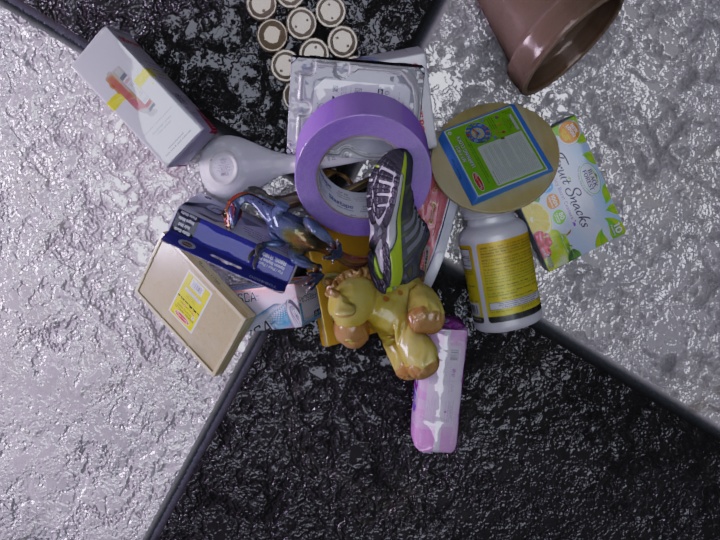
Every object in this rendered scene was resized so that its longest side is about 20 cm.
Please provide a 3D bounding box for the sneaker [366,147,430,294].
[{"bbox_3d":[0.056,-0.072,1.189,0.080,0.073,0.205,-12,116,-33],"label":"sneaker"}]

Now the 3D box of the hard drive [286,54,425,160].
[{"bbox_3d":[-0.009,-0.236,1.239,0.195,0.038,0.143,5,109,-4],"label":"hard drive"}]

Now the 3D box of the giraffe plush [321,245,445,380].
[{"bbox_3d":[0.024,0.061,1.261,0.158,0.172,0.206,1,84,-17],"label":"giraffe plush"}]

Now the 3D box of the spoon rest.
[{"bbox_3d":[-0.164,-0.163,1.332,0.195,0.061,0.102,0,98,17],"label":"spoon rest"}]

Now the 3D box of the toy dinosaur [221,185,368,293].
[{"bbox_3d":[-0.110,-0.050,1.221,0.181,0.198,0.106,42,106,32],"label":"toy dinosaur"}]

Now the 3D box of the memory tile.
[{"bbox_3d":[-0.083,-0.364,1.329,0.150,0.017,0.204,-22,98,2],"label":"memory tile"}]

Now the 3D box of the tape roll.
[{"bbox_3d":[0.003,-0.150,1.217,0.195,0.066,0.203,-1,129,-1],"label":"tape roll"}]

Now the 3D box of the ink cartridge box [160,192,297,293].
[{"bbox_3d":[-0.183,-0.047,1.274,0.196,0.200,0.041,24,106,-5],"label":"ink cartridge box"}]

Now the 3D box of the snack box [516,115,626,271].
[{"bbox_3d":[0.317,-0.122,1.349,0.140,0.053,0.203,-26,96,1],"label":"snack box"}]

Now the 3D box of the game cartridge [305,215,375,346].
[{"bbox_3d":[0.000,0.000,1.341,0.173,0.032,0.205,-14,97,-24],"label":"game cartridge"}]

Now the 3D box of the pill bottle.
[{"bbox_3d":[0.217,-0.014,1.332,0.110,0.113,0.205,-11,98,0],"label":"pill bottle"}]

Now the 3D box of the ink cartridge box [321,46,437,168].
[{"bbox_3d":[0.012,-0.250,1.300,0.195,0.084,0.148,-10,109,0],"label":"ink cartridge box"}]

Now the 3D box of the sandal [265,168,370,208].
[{"bbox_3d":[-0.072,-0.132,1.330,0.195,0.080,0.055,-9,98,4],"label":"sandal"}]

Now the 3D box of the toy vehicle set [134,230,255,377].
[{"bbox_3d":[-0.260,0.050,1.316,0.200,0.026,0.125,44,119,16],"label":"toy vehicle set"}]

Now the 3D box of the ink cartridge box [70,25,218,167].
[{"bbox_3d":[-0.319,-0.257,1.273,0.083,0.145,0.200,-42,96,6],"label":"ink cartridge box"}]

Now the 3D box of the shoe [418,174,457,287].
[{"bbox_3d":[0.100,-0.079,1.345,0.089,0.071,0.205,16,92,-2],"label":"shoe"}]

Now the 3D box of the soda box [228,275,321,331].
[{"bbox_3d":[-0.161,0.055,1.315,0.196,0.063,0.070,-7,98,30],"label":"soda box"}]

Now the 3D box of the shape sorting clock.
[{"bbox_3d":[0.206,-0.173,1.298,0.195,0.039,0.204,-3,60,5],"label":"shape sorting clock"}]

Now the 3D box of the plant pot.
[{"bbox_3d":[0.264,-0.395,1.263,0.199,0.200,0.176,-40,78,4],"label":"plant pot"}]

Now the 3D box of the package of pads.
[{"bbox_3d":[0.124,0.177,1.351,0.074,0.121,0.205,5,98,-2],"label":"package of pads"}]
